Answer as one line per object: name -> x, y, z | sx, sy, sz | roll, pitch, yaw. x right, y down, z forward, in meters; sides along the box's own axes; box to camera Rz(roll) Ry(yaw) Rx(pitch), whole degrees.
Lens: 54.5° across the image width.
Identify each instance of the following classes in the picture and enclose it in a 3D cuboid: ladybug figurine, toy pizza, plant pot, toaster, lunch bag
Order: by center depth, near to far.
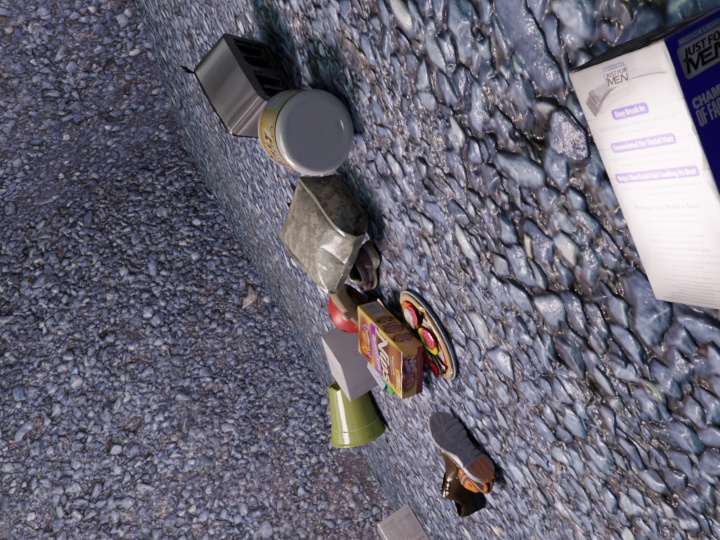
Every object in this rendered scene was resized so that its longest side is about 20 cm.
toy pizza -> 0.127, 0.134, 1.406 | 0.201, 0.031, 0.201 | 57, 166, 23
toaster -> -0.231, -0.371, 1.431 | 0.199, 0.118, 0.182 | -9, -116, -57
lunch bag -> -0.064, -0.072, 1.435 | 0.201, 0.116, 0.165 | 55, 136, 31
ladybug figurine -> -0.027, 0.097, 1.686 | 0.136, 0.072, 0.200 | 46, -169, 3
plant pot -> -0.029, 0.467, 2.372 | 0.200, 0.197, 0.193 | -170, 65, -73

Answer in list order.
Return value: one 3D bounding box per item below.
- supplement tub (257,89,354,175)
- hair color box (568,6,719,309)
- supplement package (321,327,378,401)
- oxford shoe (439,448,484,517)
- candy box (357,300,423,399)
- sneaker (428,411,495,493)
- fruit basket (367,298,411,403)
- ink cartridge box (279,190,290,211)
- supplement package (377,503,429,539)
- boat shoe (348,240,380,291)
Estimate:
supplement tub -> -0.107, -0.256, 1.280 | 0.146, 0.143, 0.200 | 67, 166, -21
hair color box -> 0.241, -0.074, 0.515 | 0.202, 0.064, 0.109 | 63, 167, -12
supplement package -> -0.021, 0.254, 1.998 | 0.120, 0.120, 0.202 | 52, 163, 36
oxford shoe -> 0.223, 0.497, 1.649 | 0.203, 0.083, 0.073 | 67, 167, -12
candy box -> 0.060, 0.162, 1.466 | 0.200, 0.056, 0.119 | 40, 138, 52
sneaker -> 0.214, 0.404, 1.512 | 0.200, 0.077, 0.113 | 50, 161, 40
fruit basket -> 0.072, 0.190, 1.595 | 0.186, 0.093, 0.201 | 55, 162, 27
ink cartridge box -> -0.150, -0.101, 1.917 | 0.198, 0.046, 0.202 | -121, 12, -50
supplement package -> 0.178, 1.071, 2.785 | 0.201, 0.149, 0.152 | 55, 165, 25
boat shoe -> 0.000, 0.000, 1.545 | 0.073, 0.064, 0.200 | 58, 166, 15
